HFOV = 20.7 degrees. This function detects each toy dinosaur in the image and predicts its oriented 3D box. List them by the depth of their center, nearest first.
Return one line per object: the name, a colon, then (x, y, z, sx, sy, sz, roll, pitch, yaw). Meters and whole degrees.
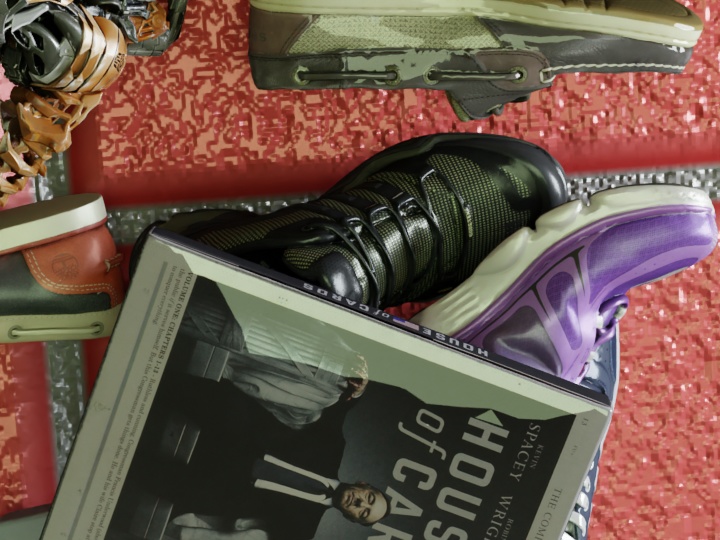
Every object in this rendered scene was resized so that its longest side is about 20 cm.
toy dinosaur: (-0.137, -0.109, 0.818, 0.135, 0.102, 0.201, 24, 64, -29)

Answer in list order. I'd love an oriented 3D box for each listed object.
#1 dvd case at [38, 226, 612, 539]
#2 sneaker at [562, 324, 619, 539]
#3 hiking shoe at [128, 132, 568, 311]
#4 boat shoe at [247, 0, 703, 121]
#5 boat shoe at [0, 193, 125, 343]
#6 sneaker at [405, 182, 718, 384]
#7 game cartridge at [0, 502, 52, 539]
dvd case: (-0.017, 0.086, 0.804, 0.199, 0.025, 0.151, 20, 102, -1)
sneaker: (0.079, 0.097, 0.881, 0.070, 0.109, 0.201, 15, 97, -8)
hiking shoe: (0.000, 0.000, 0.854, 0.199, 0.101, 0.076, -17, 114, -2)
boat shoe: (0.048, -0.099, 0.865, 0.200, 0.072, 0.066, 5, 110, -8)
boat shoe: (-0.199, 0.020, 0.854, 0.199, 0.071, 0.063, -15, 105, -9)
sneaker: (0.074, 0.037, 0.846, 0.200, 0.081, 0.084, -36, 72, 3)
game cartridge: (-0.094, 0.195, 0.877, 0.133, 0.040, 0.201, -15, 93, 26)
